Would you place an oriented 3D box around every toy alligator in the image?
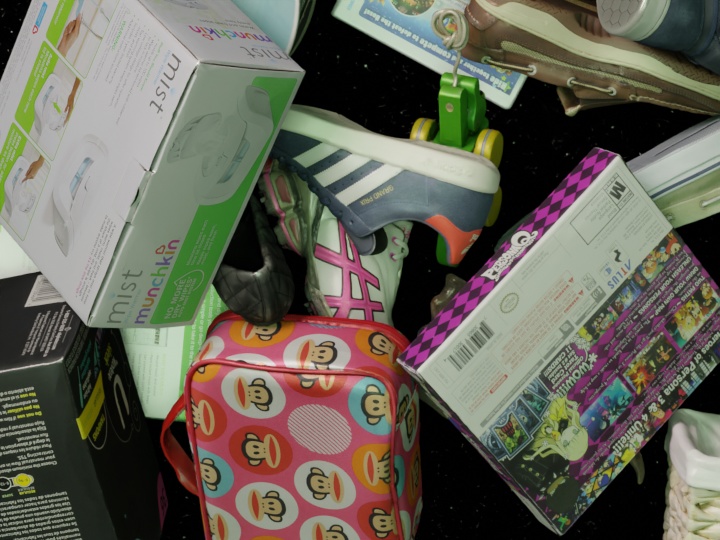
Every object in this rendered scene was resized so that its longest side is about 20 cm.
[{"bbox_3d":[0.070,-0.097,1.584,0.059,0.054,0.200,11,123,19],"label":"toy alligator"}]

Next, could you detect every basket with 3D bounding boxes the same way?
[{"bbox_3d":[0.306,0.180,1.591,0.199,0.136,0.124,8,100,0],"label":"basket"}]

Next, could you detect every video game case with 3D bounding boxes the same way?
[{"bbox_3d":[0.147,0.049,1.556,0.200,0.036,0.181,-47,121,-8],"label":"video game case"},{"bbox_3d":[0.088,-0.233,1.610,0.143,0.018,0.200,28,95,-2],"label":"video game case"}]

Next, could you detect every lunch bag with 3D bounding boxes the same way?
[{"bbox_3d":[-0.049,0.124,1.579,0.176,0.082,0.200,5,125,11],"label":"lunch bag"}]

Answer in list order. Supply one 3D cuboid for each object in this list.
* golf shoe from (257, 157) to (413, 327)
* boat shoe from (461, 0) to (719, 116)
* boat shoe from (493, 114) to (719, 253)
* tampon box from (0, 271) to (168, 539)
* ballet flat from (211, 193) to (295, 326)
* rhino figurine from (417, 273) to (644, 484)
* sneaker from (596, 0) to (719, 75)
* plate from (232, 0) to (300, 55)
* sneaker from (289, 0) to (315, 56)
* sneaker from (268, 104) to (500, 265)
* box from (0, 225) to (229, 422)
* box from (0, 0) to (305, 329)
[{"bbox_3d":[0.000,0.000,1.607,0.092,0.073,0.200,-21,95,2],"label":"golf shoe"},{"bbox_3d":[0.160,-0.142,1.590,0.202,0.075,0.075,21,116,-13],"label":"boat shoe"},{"bbox_3d":[0.190,-0.040,1.602,0.200,0.072,0.062,-27,100,3],"label":"boat shoe"},{"bbox_3d":[-0.218,0.122,1.552,0.126,0.150,0.200,-10,115,8],"label":"tampon box"},{"bbox_3d":[-0.096,-0.045,1.568,0.066,0.057,0.200,-21,52,-18],"label":"ballet flat"},{"bbox_3d":[0.119,0.093,1.619,0.200,0.060,0.088,35,87,-13],"label":"rhino figurine"},{"bbox_3d":[0.230,-0.226,1.565,0.146,0.077,0.203,17,63,-28],"label":"sneaker"},{"bbox_3d":[-0.120,-0.207,1.570,0.200,0.026,0.201,17,125,27],"label":"plate"},{"bbox_3d":[-0.061,-0.235,1.567,0.075,0.106,0.201,9,95,1],"label":"sneaker"},{"bbox_3d":[-0.011,-0.057,1.548,0.200,0.075,0.085,18,99,12],"label":"sneaker"},{"bbox_3d":[-0.176,0.029,1.633,0.199,0.036,0.145,6,96,2],"label":"box"},{"bbox_3d":[-0.153,-0.093,1.506,0.176,0.097,0.200,44,119,37],"label":"box"}]
